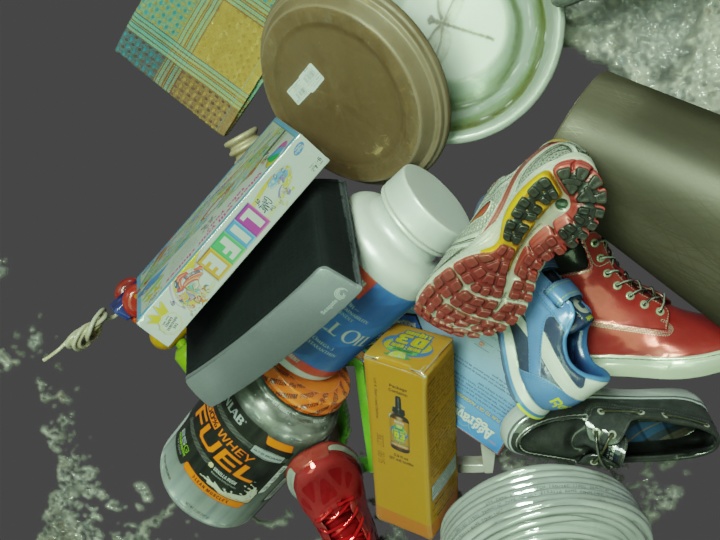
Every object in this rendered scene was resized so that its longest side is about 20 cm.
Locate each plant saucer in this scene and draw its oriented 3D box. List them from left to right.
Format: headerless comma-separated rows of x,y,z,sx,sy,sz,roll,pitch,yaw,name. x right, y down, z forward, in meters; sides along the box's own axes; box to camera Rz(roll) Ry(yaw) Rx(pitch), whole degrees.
-0.013,-0.157,0.787,0.199,0.029,0.201,25,140,23,plant saucer
0.079,-0.214,0.785,0.199,0.050,0.201,5,109,15,plant saucer

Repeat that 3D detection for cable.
0.174,0.258,0.845,0.199,0.069,0.200,13,130,-16,cable

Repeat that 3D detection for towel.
-0.131,-0.248,0.847,0.146,0.022,0.200,39,113,2,towel

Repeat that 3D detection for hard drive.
-0.084,0.016,0.767,0.042,0.135,0.200,27,129,-35,hard drive

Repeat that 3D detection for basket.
0.257,-0.065,0.730,0.200,0.136,0.181,34,151,17,basket

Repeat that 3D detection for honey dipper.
-0.069,-0.045,0.882,0.038,0.038,0.201,-26,100,20,honey dipper

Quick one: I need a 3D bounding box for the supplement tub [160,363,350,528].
-0.104,0.155,0.893,0.122,0.123,0.200,40,118,0,supplement tub

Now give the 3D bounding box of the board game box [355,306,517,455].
0.074,0.077,0.857,0.200,0.019,0.103,33,109,17,board game box

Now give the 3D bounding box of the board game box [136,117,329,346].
-0.116,-0.040,0.771,0.034,0.134,0.200,40,93,-20,board game box

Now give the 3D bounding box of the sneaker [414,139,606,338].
0.118,-0.021,0.716,0.078,0.082,0.200,33,122,-16,sneaker

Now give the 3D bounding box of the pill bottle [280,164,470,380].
0.000,0.000,0.804,0.112,0.112,0.200,45,116,-2,pill bottle

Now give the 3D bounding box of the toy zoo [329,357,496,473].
0.062,0.144,0.911,0.199,0.020,0.132,-4,105,16,toy zoo

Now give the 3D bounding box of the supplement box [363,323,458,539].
0.050,0.152,0.838,0.066,0.069,0.201,15,127,29,supplement box

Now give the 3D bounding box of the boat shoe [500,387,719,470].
0.230,0.151,0.811,0.199,0.066,0.070,1,117,-10,boat shoe

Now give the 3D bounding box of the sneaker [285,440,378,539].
-0.005,0.256,0.873,0.078,0.116,0.200,-30,138,-5,sneaker

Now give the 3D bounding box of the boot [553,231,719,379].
0.250,0.019,0.802,0.199,0.072,0.145,-3,104,19,boot

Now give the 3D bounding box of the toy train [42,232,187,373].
-0.197,0.058,0.886,0.200,0.085,0.116,-44,107,-13,toy train

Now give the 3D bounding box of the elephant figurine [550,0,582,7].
0.223,-0.330,0.690,0.141,0.155,0.201,-13,93,61,elephant figurine

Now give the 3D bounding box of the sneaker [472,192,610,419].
0.155,0.023,0.769,0.082,0.074,0.201,-20,85,38,sneaker
